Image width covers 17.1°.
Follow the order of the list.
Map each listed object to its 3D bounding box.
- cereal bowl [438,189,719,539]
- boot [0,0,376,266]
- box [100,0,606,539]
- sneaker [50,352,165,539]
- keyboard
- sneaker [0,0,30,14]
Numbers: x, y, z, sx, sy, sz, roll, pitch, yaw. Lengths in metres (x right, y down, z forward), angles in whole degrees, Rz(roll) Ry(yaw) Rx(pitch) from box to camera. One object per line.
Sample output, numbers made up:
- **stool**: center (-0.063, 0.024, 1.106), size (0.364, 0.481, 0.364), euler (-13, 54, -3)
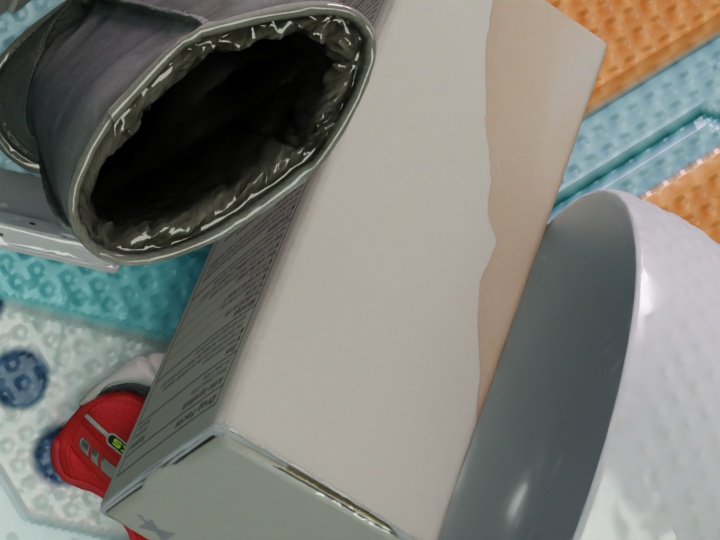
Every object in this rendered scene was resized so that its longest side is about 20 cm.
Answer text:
- **cereal bowl**: center (0.072, 0.083, 0.717), size (0.083, 0.200, 0.201), euler (22, 88, -12)
- **boot**: center (-0.038, -0.080, 0.731), size (0.073, 0.200, 0.182), euler (44, 82, -13)
- **box**: center (0.000, 0.000, 0.763), size (0.078, 0.095, 0.200), euler (31, 58, -16)
- **sneaker**: center (-0.037, 0.121, 0.826), size (0.085, 0.077, 0.200), euler (-30, 97, 7)
- **keyboard**: center (-0.175, -0.034, 0.766), size (0.199, 0.056, 0.011), euler (13, 108, -20)
- **sneaker**: center (-0.102, -0.154, 0.783), size (0.081, 0.076, 0.200), euler (45, 79, 1)
